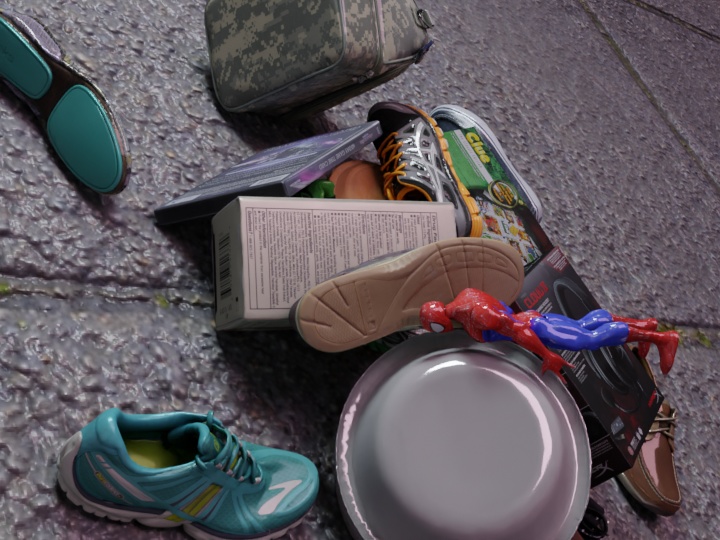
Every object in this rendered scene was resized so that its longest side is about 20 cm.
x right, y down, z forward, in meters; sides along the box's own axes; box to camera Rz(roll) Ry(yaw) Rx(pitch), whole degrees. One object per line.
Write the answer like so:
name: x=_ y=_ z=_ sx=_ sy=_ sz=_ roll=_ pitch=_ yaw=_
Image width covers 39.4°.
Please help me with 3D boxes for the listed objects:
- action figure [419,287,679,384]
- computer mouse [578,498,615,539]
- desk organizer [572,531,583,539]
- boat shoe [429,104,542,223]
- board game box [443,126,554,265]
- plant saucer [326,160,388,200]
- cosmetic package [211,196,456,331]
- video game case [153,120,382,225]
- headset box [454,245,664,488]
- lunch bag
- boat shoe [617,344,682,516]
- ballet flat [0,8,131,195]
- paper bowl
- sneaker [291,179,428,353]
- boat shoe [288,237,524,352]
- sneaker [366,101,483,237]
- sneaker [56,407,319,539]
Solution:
action figure: x=0.140 y=0.047 z=0.768 sx=0.197 sy=0.052 sz=0.066 roll=11 pitch=16 yaw=-12
computer mouse: x=0.208 y=0.162 z=1.010 sx=0.138 sy=0.053 sz=0.201 roll=37 pitch=34 yaw=-6
desk organizer: x=0.108 y=0.193 z=0.860 sx=0.077 sy=0.072 sz=0.201 roll=-10 pitch=59 yaw=-52
boat shoe: x=0.138 y=-0.122 z=1.236 sx=0.201 sy=0.071 sz=0.090 roll=51 pitch=37 yaw=13
board game box: x=0.139 y=-0.078 z=1.152 sx=0.104 sy=0.024 sz=0.202 roll=-15 pitch=63 yaw=-30
plant saucer: x=0.047 y=-0.044 z=1.094 sx=0.198 sy=0.032 sz=0.202 roll=26 pitch=37 yaw=-22
cosmetic package: x=-0.021 y=-0.003 z=0.859 sx=0.197 sy=0.087 sz=0.105 roll=1 pitch=80 yaw=-24
video game case: x=-0.080 y=-0.093 z=0.934 sx=0.200 sy=0.141 sz=0.019 roll=-41 pitch=117 yaw=-56
headset box: x=0.178 y=0.079 z=0.917 sx=0.201 sy=0.077 sz=0.149 roll=56 pitch=32 yaw=2
lunch bag: x=-0.041 y=-0.244 z=1.070 sx=0.167 sy=0.198 sz=0.142 roll=-5 pitch=81 yaw=-54
boat shoe: x=0.303 y=0.165 z=1.084 sx=0.075 sy=0.072 sz=0.202 roll=18 pitch=41 yaw=-31
ballet flat: x=-0.254 y=-0.151 z=0.880 sx=0.201 sy=0.072 sz=0.072 roll=49 pitch=35 yaw=7
paper bowl: x=0.077 y=0.143 z=0.769 sx=0.197 sy=0.105 sz=0.204 roll=0 pitch=68 yaw=-1
sneaker: x=0.000 y=0.000 z=0.951 sx=0.200 sy=0.085 sz=0.078 roll=45 pitch=34 yaw=2
boat shoe: x=0.035 y=0.015 z=0.796 sx=0.197 sy=0.065 sz=0.073 roll=-16 pitch=102 yaw=-21
sneaker: x=0.056 y=-0.103 z=1.076 sx=0.076 sy=0.079 sz=0.201 roll=-9 pitch=57 yaw=-38
sneaker: x=-0.107 y=0.139 z=0.695 sx=0.198 sy=0.080 sz=0.078 roll=15 pitch=42 yaw=-35
